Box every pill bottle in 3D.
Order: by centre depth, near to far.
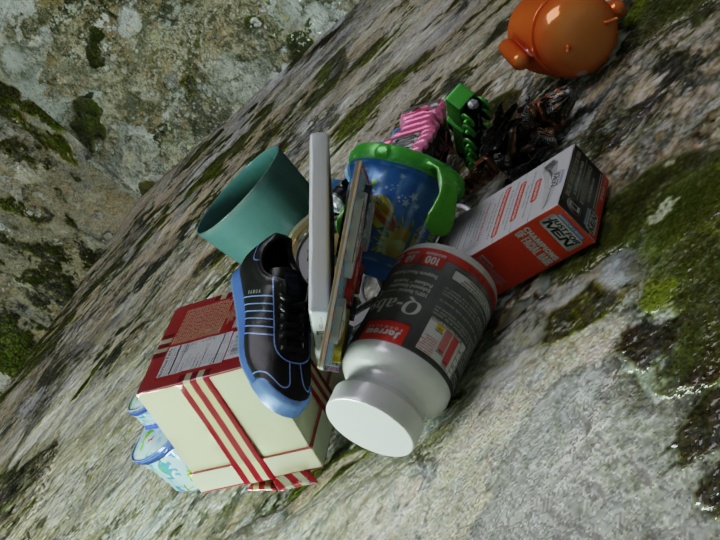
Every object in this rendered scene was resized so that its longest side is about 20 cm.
[{"bbox_3d":[0.052,0.079,1.031,0.116,0.116,0.200,-22,30,51],"label":"pill bottle"}]

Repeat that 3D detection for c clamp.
[{"bbox_3d":[0.000,0.000,1.250,0.171,0.027,0.200,-39,52,15],"label":"c clamp"}]

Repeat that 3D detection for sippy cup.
[{"bbox_3d":[0.036,-0.059,1.162,0.178,0.139,0.131,82,-154,-77],"label":"sippy cup"}]

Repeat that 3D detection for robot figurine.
[{"bbox_3d":[0.267,-0.315,1.367,0.200,0.144,0.117,-132,53,-72],"label":"robot figurine"}]

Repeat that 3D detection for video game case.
[{"bbox_3d":[-0.039,-0.015,1.093,0.182,0.023,0.200,88,-178,-67],"label":"video game case"}]

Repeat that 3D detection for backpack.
[{"bbox_3d":[-0.224,0.185,1.375,0.183,0.147,0.200,-24,32,56],"label":"backpack"}]

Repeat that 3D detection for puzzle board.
[{"bbox_3d":[-0.010,0.003,1.027,0.151,0.017,0.200,60,-140,-83],"label":"puzzle board"}]

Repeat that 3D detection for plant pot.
[{"bbox_3d":[-0.153,-0.085,1.746,0.201,0.161,0.201,-40,20,18],"label":"plant pot"}]

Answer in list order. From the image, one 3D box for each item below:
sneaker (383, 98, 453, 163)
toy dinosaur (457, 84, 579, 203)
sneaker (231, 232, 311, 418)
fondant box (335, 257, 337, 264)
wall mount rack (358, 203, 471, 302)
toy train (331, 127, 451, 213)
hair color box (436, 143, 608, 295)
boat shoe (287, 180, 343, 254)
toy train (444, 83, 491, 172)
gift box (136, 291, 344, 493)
[{"bbox_3d":[0.081,-0.147,1.330,0.079,0.096,0.200,-8,27,26],"label":"sneaker"},{"bbox_3d":[0.194,-0.149,1.273,0.200,0.102,0.136,-63,1,10],"label":"toy dinosaur"},{"bbox_3d":[-0.083,0.051,1.054,0.078,0.070,0.200,-48,47,34],"label":"sneaker"},{"bbox_3d":[-0.020,-0.042,1.530,0.200,0.058,0.144,-48,19,2],"label":"fondant box"},{"bbox_3d":[0.057,0.000,1.264,0.200,0.074,0.174,-38,53,29],"label":"wall mount rack"},{"bbox_3d":[0.040,-0.114,1.398,0.200,0.114,0.087,-40,1,-40],"label":"toy train"},{"bbox_3d":[0.165,-0.040,1.107,0.200,0.064,0.111,-34,21,41],"label":"hair color box"},{"bbox_3d":[-0.046,-0.049,1.429,0.076,0.072,0.200,5,57,42],"label":"boat shoe"},{"bbox_3d":[0.139,-0.179,1.317,0.042,0.056,0.200,-48,-17,-7],"label":"toy train"},{"bbox_3d":[-0.115,0.142,1.176,0.200,0.187,0.185,-12,33,24],"label":"gift box"}]
